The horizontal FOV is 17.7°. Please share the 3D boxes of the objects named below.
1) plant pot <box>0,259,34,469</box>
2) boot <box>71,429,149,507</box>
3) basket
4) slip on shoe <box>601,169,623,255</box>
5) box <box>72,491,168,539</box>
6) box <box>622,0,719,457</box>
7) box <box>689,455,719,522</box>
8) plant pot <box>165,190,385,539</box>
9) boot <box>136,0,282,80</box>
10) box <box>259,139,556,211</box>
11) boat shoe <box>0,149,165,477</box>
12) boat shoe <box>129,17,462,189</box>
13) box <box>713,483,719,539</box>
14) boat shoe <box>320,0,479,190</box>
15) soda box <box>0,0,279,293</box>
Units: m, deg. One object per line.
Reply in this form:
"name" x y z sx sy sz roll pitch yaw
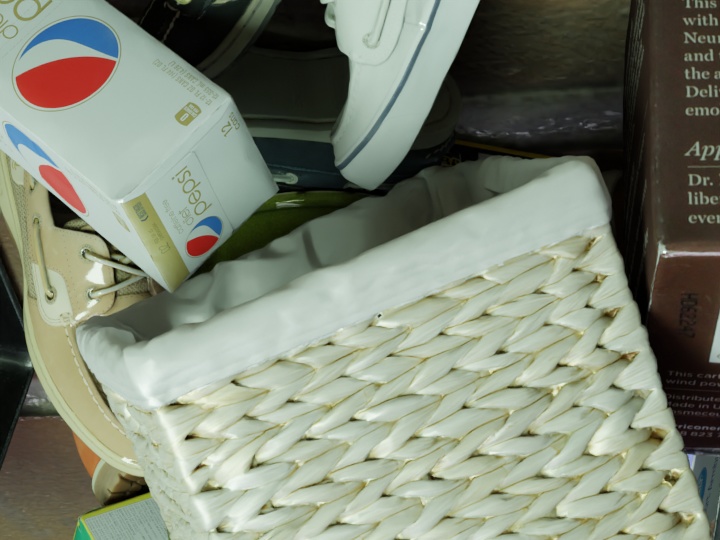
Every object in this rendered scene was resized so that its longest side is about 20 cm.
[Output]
"plant pot" -0.297 0.067 1.209 0.176 0.201 0.201 10 151 12
"boot" -0.075 0.072 1.299 0.199 0.107 0.075 -6 134 -35
"basket" 0.010 0.060 0.928 0.199 0.162 0.198 -24 -173 -11
"slip on shoe" 0.104 0.049 1.118 0.060 0.202 0.076 -4 166 33
"box" -0.042 0.156 1.229 0.199 0.118 0.049 -17 147 -29
"box" 0.192 -0.046 0.942 0.164 0.202 0.165 2 149 4
"box" 0.171 0.054 1.092 0.041 0.200 0.120 19 118 22
"plant pot" -0.016 0.097 1.116 0.198 0.194 0.201 2 149 1
"boot" -0.092 -0.159 0.917 0.153 0.074 0.204 21 145 -19
"box" 0.000 0.000 1.188 0.158 0.050 0.200 7 149 -11
"boat shoe" -0.120 -0.002 1.059 0.071 0.201 0.065 -12 154 -29
"boat shoe" -0.054 -0.071 1.056 0.198 0.075 0.062 2 139 -14
"box" 0.223 0.083 1.067 0.078 0.200 0.142 15 133 20
"boat shoe" 0.017 -0.122 0.954 0.065 0.074 0.201 21 126 -5
"soda box" -0.126 -0.079 0.942 0.200 0.064 0.068 37 165 32
